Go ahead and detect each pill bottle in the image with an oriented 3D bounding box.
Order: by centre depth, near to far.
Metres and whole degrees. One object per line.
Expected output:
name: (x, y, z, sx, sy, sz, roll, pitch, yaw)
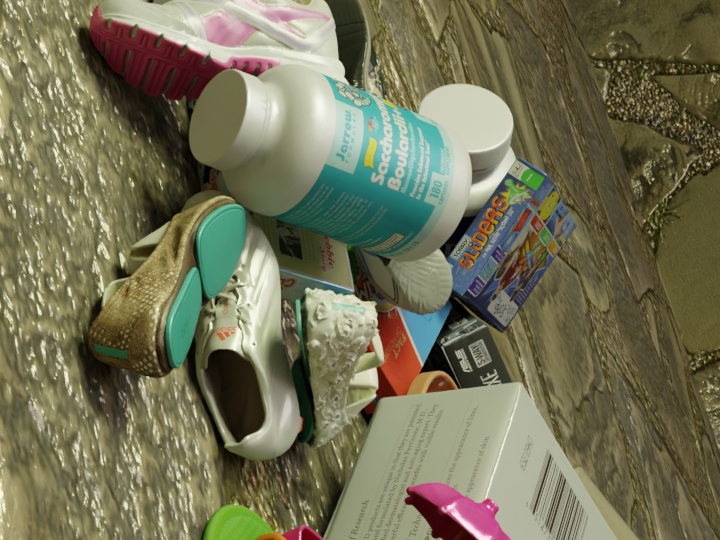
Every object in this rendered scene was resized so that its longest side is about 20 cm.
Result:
pill bottle: (-0.024, -0.082, 1.244, 0.200, 0.111, 0.111, 18, 48, -37)
pill bottle: (0.087, -0.078, 1.647, 0.200, 0.120, 0.120, 98, -12, -50)

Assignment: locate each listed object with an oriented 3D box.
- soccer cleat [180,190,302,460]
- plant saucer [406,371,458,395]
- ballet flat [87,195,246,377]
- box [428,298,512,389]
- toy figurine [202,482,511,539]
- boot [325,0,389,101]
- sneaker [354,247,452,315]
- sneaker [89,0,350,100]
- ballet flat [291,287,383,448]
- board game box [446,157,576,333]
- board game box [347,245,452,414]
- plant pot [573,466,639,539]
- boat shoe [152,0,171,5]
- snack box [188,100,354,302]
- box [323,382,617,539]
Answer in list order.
soccer cleat: (-0.089, 0.035, 1.207, 0.078, 0.069, 0.200, 9, 63, -67)
plant saucer: (0.063, 0.187, 1.474, 0.200, 0.032, 0.200, -7, 90, -72)
ballet flat: (-0.128, 0.003, 1.119, 0.200, 0.065, 0.071, -64, 154, -64)
box: (0.113, 0.116, 1.638, 0.200, 0.050, 0.158, -133, -162, -79)
toy figurine: (0.015, 0.216, 1.096, 0.150, 0.184, 0.200, 49, 26, -46)
boot: (0.005, -0.166, 1.730, 0.154, 0.073, 0.204, 38, 40, -63)
sneaker: (0.015, -0.035, 1.408, 0.072, 0.072, 0.200, -52, 140, -21)
sneaker: (-0.104, -0.177, 1.273, 0.200, 0.081, 0.088, 10, 66, -26)
ballet flat: (-0.016, 0.075, 1.244, 0.200, 0.072, 0.072, 97, -19, -63)
board game box: (0.143, -0.020, 1.634, 0.034, 0.135, 0.200, 34, -2, 19)
board game box: (0.000, 0.000, 1.497, 0.200, 0.040, 0.153, 60, 34, -24)
plant pot: (0.193, 0.292, 1.584, 0.184, 0.200, 0.200, 58, 16, 9)
boat shoe: (-0.131, -0.218, 1.390, 0.057, 0.069, 0.200, 54, 19, -39)
snack box: (-0.073, -0.070, 1.362, 0.116, 0.037, 0.200, 18, 48, -37)
box: (0.083, 0.224, 1.297, 0.199, 0.131, 0.200, 56, 39, -32)
